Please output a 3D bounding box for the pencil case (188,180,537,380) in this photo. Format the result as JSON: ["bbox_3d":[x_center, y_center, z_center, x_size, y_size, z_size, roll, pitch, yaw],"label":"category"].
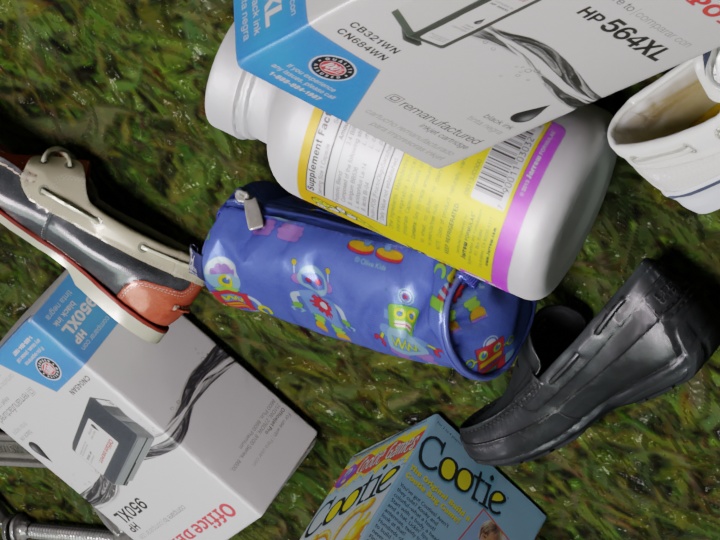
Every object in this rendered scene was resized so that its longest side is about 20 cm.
[{"bbox_3d":[0.000,0.000,1.149,0.199,0.078,0.087,15,146,37],"label":"pencil case"}]

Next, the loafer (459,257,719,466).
[{"bbox_3d":[0.117,0.051,1.145,0.070,0.068,0.200,51,138,-3],"label":"loafer"}]

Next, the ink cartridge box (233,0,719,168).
[{"bbox_3d":[0.064,-0.134,0.894,0.200,0.085,0.146,-22,148,37],"label":"ink cartridge box"}]

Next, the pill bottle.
[{"bbox_3d":[0.024,-0.069,1.053,0.199,0.104,0.104,25,142,15],"label":"pill bottle"}]

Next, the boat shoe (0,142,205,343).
[{"bbox_3d":[-0.182,-0.040,1.285,0.200,0.071,0.063,40,101,-1],"label":"boat shoe"}]

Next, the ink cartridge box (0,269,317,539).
[{"bbox_3d":[-0.149,0.096,1.381,0.200,0.084,0.145,41,143,-7],"label":"ink cartridge box"}]

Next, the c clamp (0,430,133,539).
[{"bbox_3d":[-0.232,0.189,1.594,0.199,0.027,0.171,4,133,34],"label":"c clamp"}]

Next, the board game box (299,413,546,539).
[{"bbox_3d":[0.012,0.205,1.276,0.105,0.200,0.103,43,143,-11],"label":"board game box"}]

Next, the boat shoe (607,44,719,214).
[{"bbox_3d":[0.177,-0.095,0.928,0.086,0.075,0.202,28,152,-18],"label":"boat shoe"}]
